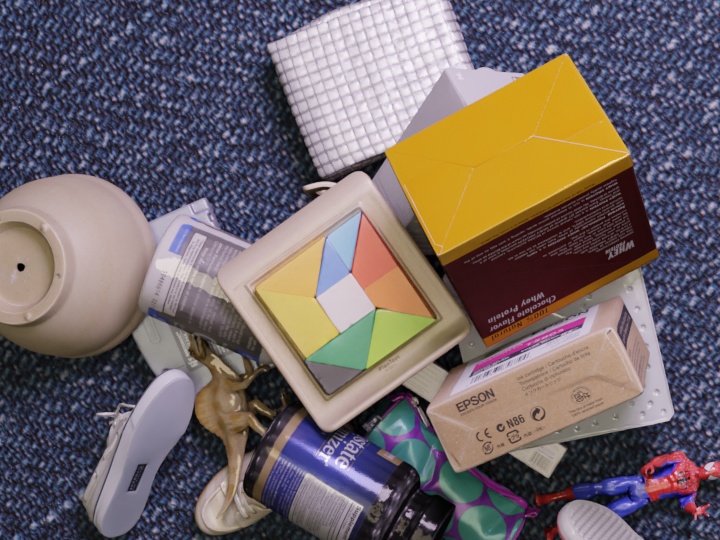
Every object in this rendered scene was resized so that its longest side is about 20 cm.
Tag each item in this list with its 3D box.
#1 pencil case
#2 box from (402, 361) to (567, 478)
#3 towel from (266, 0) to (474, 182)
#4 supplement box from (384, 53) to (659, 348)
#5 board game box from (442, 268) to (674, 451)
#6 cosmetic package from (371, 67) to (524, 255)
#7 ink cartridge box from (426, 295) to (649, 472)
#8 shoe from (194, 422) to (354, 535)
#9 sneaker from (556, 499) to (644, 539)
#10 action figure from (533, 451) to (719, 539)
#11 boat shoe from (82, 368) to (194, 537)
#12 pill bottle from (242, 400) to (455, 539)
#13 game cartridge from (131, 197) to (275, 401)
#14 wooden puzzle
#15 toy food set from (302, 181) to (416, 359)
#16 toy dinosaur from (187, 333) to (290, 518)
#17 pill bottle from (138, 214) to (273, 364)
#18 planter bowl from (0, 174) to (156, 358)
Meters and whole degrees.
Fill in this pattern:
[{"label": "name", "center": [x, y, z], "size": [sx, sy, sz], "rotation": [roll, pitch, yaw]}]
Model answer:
[{"label": "pencil case", "center": [0.086, 0.219, 1.736], "size": [0.200, 0.085, 0.092], "rotation": [42, 108, 4]}, {"label": "box", "center": [0.128, 0.151, 1.756], "size": [0.200, 0.039, 0.042], "rotation": [32, 92, 4]}, {"label": "towel", "center": [0.021, -0.203, 1.749], "size": [0.199, 0.086, 0.166], "rotation": [-22, 84, 4]}, {"label": "supplement box", "center": [0.158, -0.062, 1.576], "size": [0.197, 0.200, 0.133], "rotation": [-28, 57, 3]}, {"label": "board game box", "center": [0.204, 0.075, 1.691], "size": [0.199, 0.026, 0.201], "rotation": [-13, 97, 14]}, {"label": "cosmetic package", "center": [0.096, -0.109, 1.673], "size": [0.107, 0.200, 0.090], "rotation": [-2, 55, -33]}, {"label": "ink cartridge box", "center": [0.176, 0.108, 1.604], "size": [0.199, 0.165, 0.075], "rotation": [-26, 95, 14]}, {"label": "shoe", "center": [-0.097, 0.219, 1.767], "size": [0.200, 0.053, 0.070], "rotation": [-35, 87, 4]}, {"label": "sneaker", "center": [0.253, 0.314, 1.692], "size": [0.200, 0.076, 0.105], "rotation": [32, 129, -27]}, {"label": "action figure", "center": [0.286, 0.237, 1.716], "size": [0.199, 0.099, 0.065], "rotation": [-17, 89, 2]}, {"label": "boat shoe", "center": [-0.248, 0.181, 1.769], "size": [0.086, 0.074, 0.202], "rotation": [39, 113, 38]}, {"label": "pill bottle", "center": [-0.010, 0.226, 1.670], "size": [0.200, 0.112, 0.112], "rotation": [28, 92, 11]}, {"label": "game cartridge", "center": [-0.188, 0.038, 1.787], "size": [0.133, 0.040, 0.201], "rotation": [-23, 87, 1]}, {"label": "wooden puzzle", "center": [-0.017, 0.031, 1.626], "size": [0.185, 0.037, 0.200], "rotation": [-35, 87, 3]}, {"label": "toy food set", "center": [0.000, 0.000, 1.716], "size": [0.060, 0.144, 0.201], "rotation": [-27, 88, 2]}, {"label": "toy dinosaur", "center": [-0.129, 0.155, 1.753], "size": [0.101, 0.058, 0.201], "rotation": [-12, 92, 17]}, {"label": "pill bottle", "center": [-0.119, 0.029, 1.708], "size": [0.199, 0.114, 0.114], "rotation": [23, 91, 2]}, {"label": "planter bowl", "center": [-0.331, -0.004, 1.728], "size": [0.199, 0.135, 0.201], "rotation": [0, 91, 18]}]
